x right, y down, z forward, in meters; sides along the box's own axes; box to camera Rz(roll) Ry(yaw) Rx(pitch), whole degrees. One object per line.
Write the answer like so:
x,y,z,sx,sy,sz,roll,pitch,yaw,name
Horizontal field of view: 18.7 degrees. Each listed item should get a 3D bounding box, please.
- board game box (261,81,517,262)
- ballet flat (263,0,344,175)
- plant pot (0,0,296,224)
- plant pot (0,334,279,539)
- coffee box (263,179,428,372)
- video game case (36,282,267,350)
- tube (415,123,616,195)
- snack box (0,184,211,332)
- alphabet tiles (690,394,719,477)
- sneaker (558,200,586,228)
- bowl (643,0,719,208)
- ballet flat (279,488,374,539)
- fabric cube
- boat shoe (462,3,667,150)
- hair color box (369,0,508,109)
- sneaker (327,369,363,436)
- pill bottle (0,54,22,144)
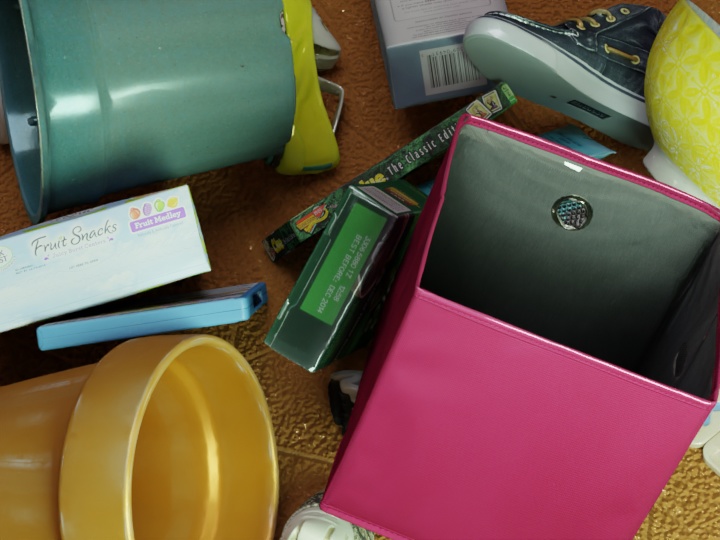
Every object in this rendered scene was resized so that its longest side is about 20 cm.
0.020,-0.073,1.640,0.199,0.105,0.024,-34,88,-17,board game box
-0.047,-0.158,1.741,0.066,0.067,0.201,5,54,-15,ballet flat
-0.158,-0.147,1.611,0.194,0.201,0.201,-9,52,-14,plant pot
-0.179,0.145,1.460,0.182,0.201,0.201,-2,52,26,plant pot
0.000,0.000,1.506,0.044,0.200,0.124,30,97,8,coffee box
-0.142,0.031,1.542,0.142,0.200,0.018,-8,92,2,video game case
0.090,-0.061,1.651,0.199,0.051,0.077,-26,32,-12,tube
-0.196,-0.008,1.560,0.167,0.200,0.068,-16,94,-6,snack box
0.319,0.082,1.536,0.195,0.015,0.200,-34,56,-17,alphabet tiles
0.136,-0.014,1.604,0.199,0.078,0.091,-25,45,-20,sneaker
0.270,-0.091,1.589,0.108,0.200,0.200,-47,55,13,bowl
-0.039,0.215,1.448,0.067,0.076,0.201,11,56,16,ballet flat
0.109,0.058,1.408,0.195,0.200,0.201,20,39,-2,fabric cube
0.165,-0.168,1.646,0.071,0.199,0.092,-10,61,56,boat shoe
0.059,-0.213,1.731,0.098,0.061,0.201,-10,38,0,hair color box
0.057,0.130,1.504,0.081,0.075,0.200,-23,54,-21,sneaker
-0.242,-0.201,1.760,0.200,0.111,0.111,-40,58,-20,pill bottle
